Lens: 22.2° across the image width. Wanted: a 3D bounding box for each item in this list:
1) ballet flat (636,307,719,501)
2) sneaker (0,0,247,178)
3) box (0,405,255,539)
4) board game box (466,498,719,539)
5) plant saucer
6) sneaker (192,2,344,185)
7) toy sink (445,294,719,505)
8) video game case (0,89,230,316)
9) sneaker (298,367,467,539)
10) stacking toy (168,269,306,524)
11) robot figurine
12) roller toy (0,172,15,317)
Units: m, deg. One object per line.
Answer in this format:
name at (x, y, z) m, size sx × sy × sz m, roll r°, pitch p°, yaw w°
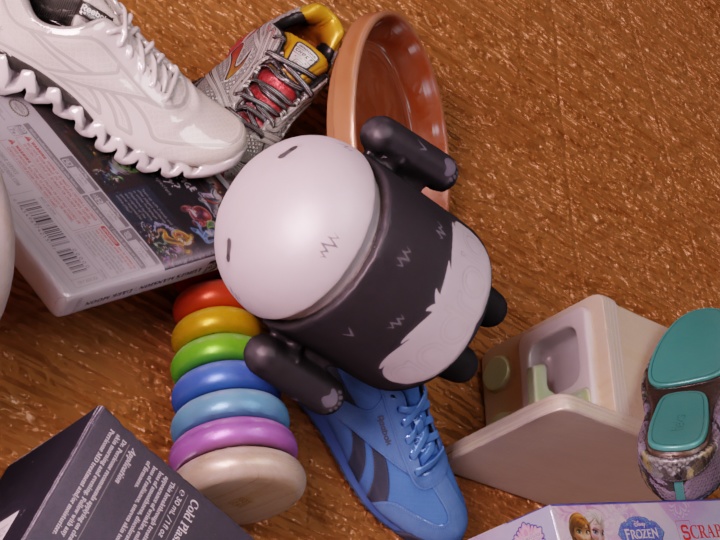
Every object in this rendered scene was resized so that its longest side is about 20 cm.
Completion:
ballet flat at (0.228, 0.100, 1.270) m, size 0.072 × 0.072 × 0.200 m, roll 49°, pitch 30°, yaw -11°
sneaker at (-0.155, -0.125, 1.145) m, size 0.200 × 0.081 × 0.075 m, roll 27°, pitch 34°, yaw -14°
box at (-0.141, 0.214, 0.993) m, size 0.182 × 0.104 × 0.200 m, roll 43°, pitch 43°, yaw -16°
board game box at (0.122, 0.198, 1.193) m, size 0.200 × 0.199 × 0.041 m, roll 6°, pitch 62°, yaw -44°
plant saucer at (0.019, -0.088, 1.340) m, size 0.200 × 0.032 × 0.201 m, roll -4°, pitch 90°, yaw -68°
sneaker at (-0.071, -0.130, 1.283) m, size 0.078 × 0.082 × 0.200 m, roll 44°, pitch 38°, yaw -15°
toy sink at (0.167, 0.099, 1.355) m, size 0.200 × 0.130 × 0.112 m, roll 21°, pitch 53°, yaw -34°
video game case at (-0.177, -0.067, 1.148) m, size 0.182 × 0.023 × 0.200 m, roll -19°, pitch 61°, yaw -49°
sneaker at (0.021, 0.102, 1.246) m, size 0.200 × 0.078 × 0.066 m, roll 55°, pitch 39°, yaw -6°
stacking toy at (-0.087, 0.056, 1.167) m, size 0.085 × 0.085 × 0.200 m, roll 17°, pitch 51°, yaw -38°
robot figurine at (0.000, -0.002, 1.144) m, size 0.200 × 0.125 × 0.150 m, roll 33°, pitch 43°, yaw -37°
roller toy at (-0.283, -0.020, 0.933) m, size 0.140 × 0.182 × 0.200 m, roll -27°, pitch 87°, yaw -49°
